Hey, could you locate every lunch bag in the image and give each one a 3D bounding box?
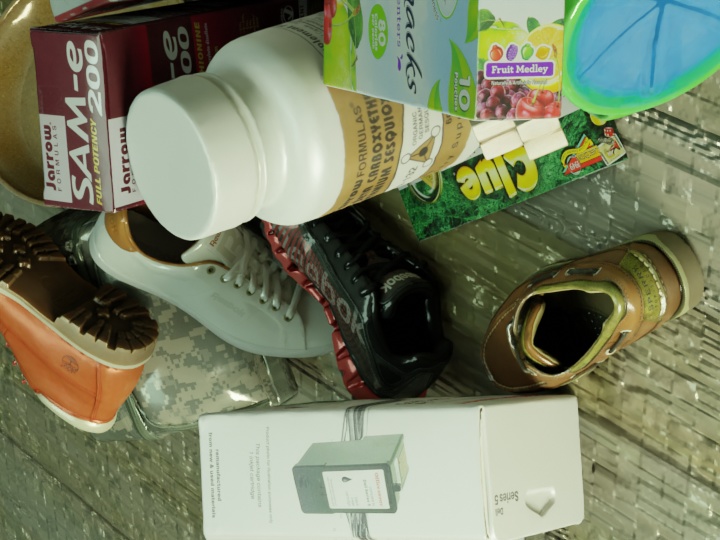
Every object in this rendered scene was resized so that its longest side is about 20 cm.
[{"bbox_3d":[-0.140,0.025,1.413,0.168,0.139,0.200,-7,104,38],"label":"lunch bag"}]

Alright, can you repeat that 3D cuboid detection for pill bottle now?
[{"bbox_3d":[-0.031,-0.090,1.087,0.114,0.200,0.114,30,131,42],"label":"pill bottle"}]

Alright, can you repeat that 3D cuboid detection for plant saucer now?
[{"bbox_3d":[-0.204,-0.140,1.408,0.200,0.035,0.200,-7,74,24],"label":"plant saucer"}]

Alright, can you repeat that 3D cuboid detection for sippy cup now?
[{"bbox_3d":[0.125,-0.171,0.940,0.178,0.140,0.130,-50,53,25],"label":"sippy cup"}]

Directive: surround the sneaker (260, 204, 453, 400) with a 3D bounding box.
[{"bbox_3d":[0.000,0.000,1.252,0.201,0.071,0.098,62,146,6],"label":"sneaker"}]

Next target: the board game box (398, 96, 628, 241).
[{"bbox_3d":[0.078,-0.089,1.138,0.200,0.023,0.105,-23,92,57],"label":"board game box"}]

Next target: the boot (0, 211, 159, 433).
[{"bbox_3d":[-0.244,0.037,1.360,0.200,0.075,0.107,37,130,18],"label":"boot"}]

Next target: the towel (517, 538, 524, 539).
[{"bbox_3d":[0.068,0.222,1.327,0.147,0.024,0.200,24,129,44],"label":"towel"}]

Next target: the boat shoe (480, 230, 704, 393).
[{"bbox_3d":[0.117,0.030,1.107,0.072,0.068,0.200,60,147,8],"label":"boat shoe"}]

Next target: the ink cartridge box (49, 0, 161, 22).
[{"bbox_3d":[-0.080,-0.219,1.124,0.147,0.200,0.083,-7,99,55],"label":"ink cartridge box"}]

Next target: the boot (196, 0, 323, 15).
[{"bbox_3d":[-0.094,-0.166,1.285,0.200,0.075,0.097,12,110,31],"label":"boot"}]

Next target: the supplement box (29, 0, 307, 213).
[{"bbox_3d":[-0.111,-0.108,1.145,0.061,0.200,0.109,7,108,34],"label":"supplement box"}]

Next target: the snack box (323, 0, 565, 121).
[{"bbox_3d":[0.037,-0.156,0.934,0.200,0.053,0.142,-154,62,-65],"label":"snack box"}]

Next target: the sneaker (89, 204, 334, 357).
[{"bbox_3d":[-0.088,0.003,1.288,0.085,0.200,0.073,134,154,-62],"label":"sneaker"}]

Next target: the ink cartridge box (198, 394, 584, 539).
[{"bbox_3d":[0.022,0.123,1.156,0.200,0.145,0.084,-4,87,29],"label":"ink cartridge box"}]

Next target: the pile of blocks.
[{"bbox_3d":[0.052,-0.146,1.037,0.082,0.062,0.200,54,-166,-63],"label":"pile of blocks"}]
